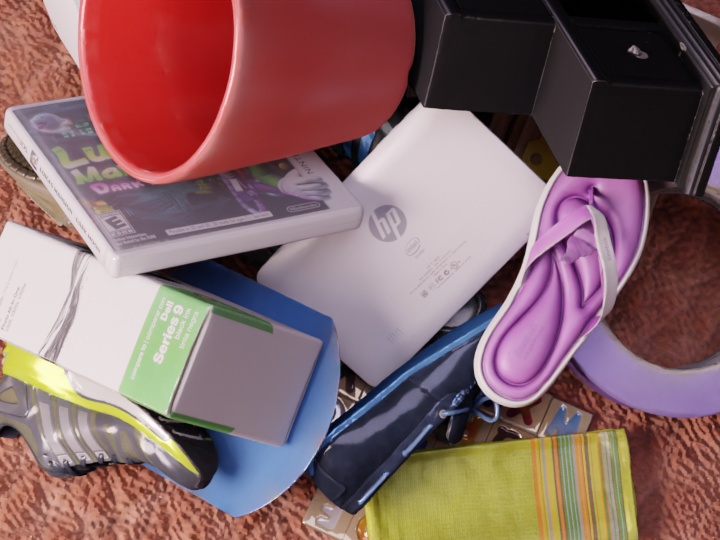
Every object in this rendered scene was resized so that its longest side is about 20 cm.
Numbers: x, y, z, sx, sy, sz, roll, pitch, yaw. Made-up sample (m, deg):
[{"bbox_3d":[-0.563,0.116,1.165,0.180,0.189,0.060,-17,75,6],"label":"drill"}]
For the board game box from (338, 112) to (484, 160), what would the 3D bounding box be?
[{"bbox_3d":[0.055,-0.180,1.663,0.199,0.028,0.136,-17,73,-7],"label":"board game box"}]

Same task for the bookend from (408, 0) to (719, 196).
[{"bbox_3d":[0.128,-0.147,1.465,0.199,0.093,0.199,2,34,-16],"label":"bookend"}]

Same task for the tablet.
[{"bbox_3d":[0.035,-0.022,1.534,0.130,0.014,0.200,42,101,-13],"label":"tablet"}]

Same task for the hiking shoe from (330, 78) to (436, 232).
[{"bbox_3d":[0.019,-0.099,1.584,0.074,0.087,0.201,-24,91,-44],"label":"hiking shoe"}]

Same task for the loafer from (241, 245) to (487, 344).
[{"bbox_3d":[0.000,0.000,1.577,0.200,0.070,0.068,22,73,6],"label":"loafer"}]

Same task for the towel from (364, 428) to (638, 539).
[{"bbox_3d":[0.102,0.166,1.542,0.199,0.018,0.087,-6,70,-3],"label":"towel"}]

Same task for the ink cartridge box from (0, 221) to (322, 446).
[{"bbox_3d":[-0.152,0.043,1.477,0.199,0.146,0.084,21,90,33],"label":"ink cartridge box"}]

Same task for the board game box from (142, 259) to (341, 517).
[{"bbox_3d":[-0.093,0.087,1.543,0.199,0.039,0.159,24,91,33],"label":"board game box"}]

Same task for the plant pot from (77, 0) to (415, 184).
[{"bbox_3d":[-0.071,-0.161,1.461,0.177,0.200,0.201,-3,66,-38],"label":"plant pot"}]

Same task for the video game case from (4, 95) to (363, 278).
[{"bbox_3d":[-0.126,-0.073,1.491,0.199,0.023,0.182,-12,44,-31],"label":"video game case"}]

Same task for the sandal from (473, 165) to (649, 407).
[{"bbox_3d":[0.148,0.004,1.475,0.082,0.050,0.204,24,87,-2],"label":"sandal"}]

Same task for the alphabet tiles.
[{"bbox_3d":[0.051,0.140,1.562,0.199,0.008,0.168,24,72,7],"label":"alphabet tiles"}]

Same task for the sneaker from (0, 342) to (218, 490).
[{"bbox_3d":[-0.187,0.119,1.522,0.199,0.074,0.081,24,94,31],"label":"sneaker"}]

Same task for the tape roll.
[{"bbox_3d":[0.231,0.006,1.543,0.199,0.085,0.201,0,89,0],"label":"tape roll"}]

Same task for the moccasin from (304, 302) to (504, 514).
[{"bbox_3d":[0.049,0.100,1.529,0.200,0.080,0.068,-37,93,-5],"label":"moccasin"}]

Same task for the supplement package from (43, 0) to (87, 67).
[{"bbox_3d":[-0.139,-0.239,1.595,0.199,0.152,0.151,-27,51,-10],"label":"supplement package"}]

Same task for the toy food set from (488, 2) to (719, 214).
[{"bbox_3d":[0.181,-0.124,1.610,0.143,0.060,0.201,23,80,-1],"label":"toy food set"}]

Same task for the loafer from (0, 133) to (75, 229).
[{"bbox_3d":[-0.200,-0.058,1.565,0.076,0.068,0.200,-38,44,-21],"label":"loafer"}]
